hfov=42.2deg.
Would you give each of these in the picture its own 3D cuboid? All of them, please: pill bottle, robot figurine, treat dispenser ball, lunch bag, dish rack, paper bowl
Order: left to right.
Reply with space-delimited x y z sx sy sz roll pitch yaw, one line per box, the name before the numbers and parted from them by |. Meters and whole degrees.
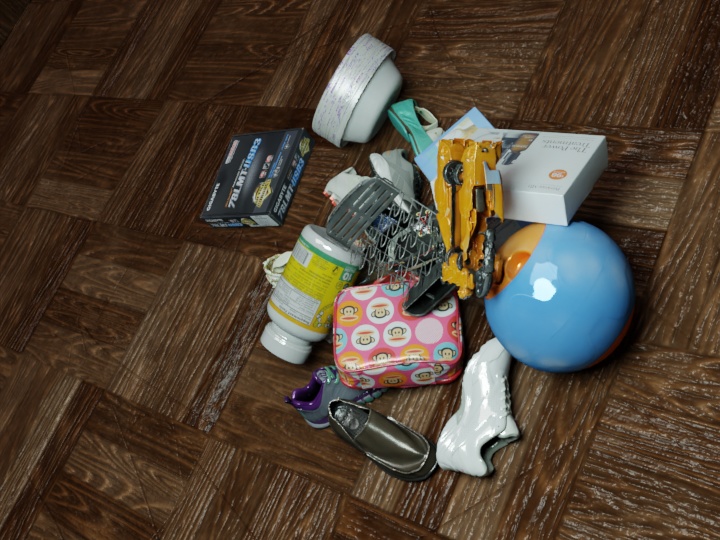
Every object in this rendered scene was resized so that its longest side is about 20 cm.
pill bottle | -0.081 0.040 1.481 0.113 0.112 0.202 38 105 45
paper bowl | 0.004 -0.315 1.693 0.103 0.201 0.203 31 80 4
lunch bag | 0.055 0.083 1.403 0.196 0.082 0.179 -4 57 6
dish rack | 0.052 -0.037 1.311 0.153 0.198 0.055 -45 20 36
robot figurine | 0.140 -0.064 1.190 0.145 0.057 0.204 -157 62 -64
treat dispenser ball | 0.262 0.033 1.235 0.198 0.201 0.204 -19 51 26

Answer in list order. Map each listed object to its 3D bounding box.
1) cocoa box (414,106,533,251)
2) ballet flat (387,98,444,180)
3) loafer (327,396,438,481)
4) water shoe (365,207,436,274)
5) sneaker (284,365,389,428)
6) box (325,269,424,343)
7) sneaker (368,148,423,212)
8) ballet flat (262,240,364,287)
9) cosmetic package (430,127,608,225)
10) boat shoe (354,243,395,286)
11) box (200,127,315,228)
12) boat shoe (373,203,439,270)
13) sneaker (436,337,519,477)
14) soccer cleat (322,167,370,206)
cocoa box | 0.198 -0.125 1.439 0.133 0.131 0.201 -39 45 8
ballet flat | 0.110 -0.238 1.632 0.070 0.068 0.202 -27 49 2
loafer | 0.023 0.243 1.356 0.198 0.071 0.074 19 73 33
water shoe | 0.087 -0.046 1.470 0.197 0.079 0.072 22 77 18
sneaker | -0.021 0.167 1.440 0.199 0.087 0.075 -39 45 9
box | 0.019 0.059 1.516 0.198 0.041 0.039 -26 49 22
sneaker | 0.076 -0.138 1.585 0.078 0.074 0.202 -21 52 -3
ballet flat | -0.088 -0.016 1.632 0.197 0.064 0.077 -20 50 25
cosmetic package | 0.216 -0.132 1.269 0.197 0.052 0.151 9 44 34
boat shoe | 0.000 0.000 1.547 0.199 0.072 0.073 -40 47 10
box | -0.205 -0.181 1.845 0.196 0.050 0.203 2 62 37
boat shoe | 0.099 -0.055 1.362 0.200 0.062 0.075 -30 59 43
sneaker | 0.184 0.193 1.287 0.098 0.078 0.203 15 80 35
soccer cleat | 0.005 -0.124 1.634 0.078 0.069 0.200 -46 42 -2
